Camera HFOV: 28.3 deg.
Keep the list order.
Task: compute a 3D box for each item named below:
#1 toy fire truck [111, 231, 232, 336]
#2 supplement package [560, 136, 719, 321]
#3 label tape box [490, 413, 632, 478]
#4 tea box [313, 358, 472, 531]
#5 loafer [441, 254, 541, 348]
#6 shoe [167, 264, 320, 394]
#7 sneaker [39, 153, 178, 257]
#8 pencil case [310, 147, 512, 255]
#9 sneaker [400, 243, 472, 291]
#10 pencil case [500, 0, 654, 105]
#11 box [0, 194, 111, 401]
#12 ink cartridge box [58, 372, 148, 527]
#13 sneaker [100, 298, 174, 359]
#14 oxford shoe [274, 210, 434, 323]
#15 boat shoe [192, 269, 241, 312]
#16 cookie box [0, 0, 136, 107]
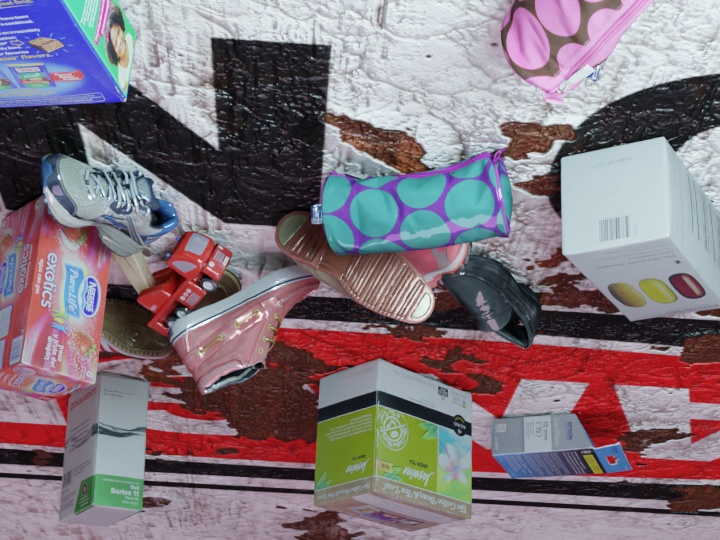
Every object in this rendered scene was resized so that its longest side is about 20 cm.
[{"bbox_3d":[-0.253,0.006,1.674,0.141,0.049,0.200,34,133,-12],"label":"toy fire truck"},{"bbox_3d":[0.294,-0.037,1.465,0.113,0.110,0.200,-10,154,28],"label":"supplement package"},{"bbox_3d":[0.318,0.276,2.250,0.199,0.066,0.143,-8,155,16],"label":"label tape box"},{"bbox_3d":[0.050,0.257,2.064,0.200,0.198,0.133,22,150,-38],"label":"tea box"},{"bbox_3d":[0.158,0.037,1.701,0.068,0.071,0.200,-13,152,32],"label":"loafer"},{"bbox_3d":[-0.119,0.068,1.675,0.199,0.091,0.072,-25,164,-16],"label":"shoe"},{"bbox_3d":[-0.258,-0.080,1.490,0.085,0.077,0.200,-17,159,19],"label":"sneaker"},{"bbox_3d":[0.055,-0.068,1.450,0.199,0.093,0.085,-6,-166,16],"label":"pencil case"},{"bbox_3d":[0.063,-0.027,1.560,0.086,0.074,0.200,13,153,-14],"label":"sneaker"},{"bbox_3d":[0.183,-0.212,1.092,0.090,0.094,0.200,9,155,-14],"label":"pencil case"},{"bbox_3d":[-0.347,0.032,1.576,0.094,0.201,0.102,22,149,-38],"label":"box"},{"bbox_3d":[-0.384,0.271,2.138,0.083,0.201,0.146,12,156,-28],"label":"ink cartridge box"},{"bbox_3d":[-0.346,0.085,1.864,0.199,0.072,0.113,16,150,-12],"label":"sneaker"},{"bbox_3d":[0.000,0.000,1.573,0.200,0.071,0.074,33,171,20],"label":"oxford shoe"},{"bbox_3d":[-0.188,0.057,1.780,0.072,0.068,0.200,7,152,-4],"label":"boat shoe"},{"bbox_3d":[-0.296,-0.213,1.160,0.170,0.076,0.200,-2,157,10],"label":"cookie box"}]
